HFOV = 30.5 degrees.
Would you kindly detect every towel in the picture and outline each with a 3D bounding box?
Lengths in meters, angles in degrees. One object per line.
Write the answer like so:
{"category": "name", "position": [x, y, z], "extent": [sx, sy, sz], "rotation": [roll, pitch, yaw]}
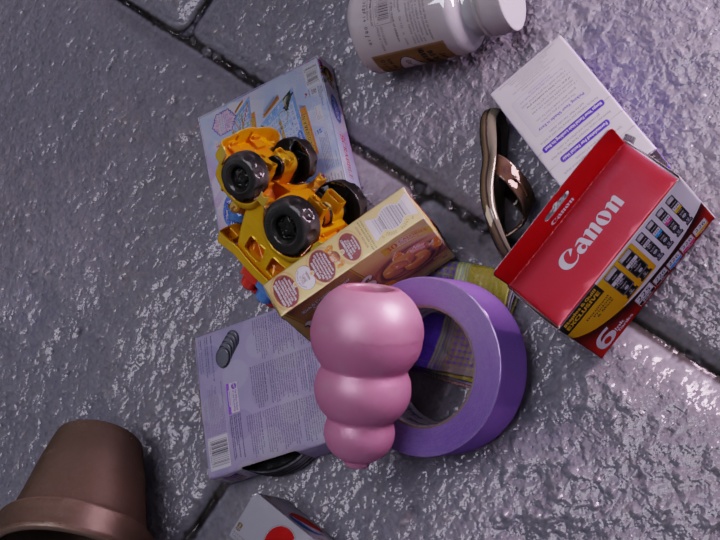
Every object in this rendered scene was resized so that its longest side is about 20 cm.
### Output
{"category": "towel", "position": [0.089, 0.053, 1.557], "extent": [0.200, 0.023, 0.144], "rotation": [14, 82, 34]}

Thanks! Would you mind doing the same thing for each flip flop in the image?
{"category": "flip flop", "position": [0.173, -0.099, 1.535], "extent": [0.058, 0.081, 0.200], "rotation": [-5, 65, 14]}

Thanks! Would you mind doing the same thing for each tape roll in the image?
{"category": "tape roll", "position": [0.085, 0.108, 1.489], "extent": [0.200, 0.066, 0.200], "rotation": [-3, 85, 34]}

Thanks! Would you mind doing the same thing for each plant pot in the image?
{"category": "plant pot", "position": [-0.348, 0.288, 1.657], "extent": [0.200, 0.200, 0.175], "rotation": [-15, 49, 26]}

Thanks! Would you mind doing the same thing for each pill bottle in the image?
{"category": "pill bottle", "position": [0.095, -0.317, 1.625], "extent": [0.200, 0.114, 0.114], "rotation": [-9, 69, 29]}

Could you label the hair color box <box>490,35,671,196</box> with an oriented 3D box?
{"category": "hair color box", "position": [0.250, -0.161, 1.509], "extent": [0.109, 0.065, 0.200], "rotation": [-40, 56, 13]}

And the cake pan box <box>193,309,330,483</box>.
{"category": "cake pan box", "position": [-0.111, 0.151, 1.628], "extent": [0.184, 0.052, 0.200], "rotation": [-23, 63, 25]}

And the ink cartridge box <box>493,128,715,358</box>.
{"category": "ink cartridge box", "position": [0.258, -0.026, 1.389], "extent": [0.084, 0.176, 0.200], "rotation": [42, 97, 34]}

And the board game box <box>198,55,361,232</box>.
{"category": "board game box", "position": [-0.110, -0.153, 1.737], "extent": [0.199, 0.041, 0.200], "rotation": [-23, 63, 23]}

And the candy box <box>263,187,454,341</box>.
{"category": "candy box", "position": [0.000, 0.000, 1.533], "extent": [0.200, 0.115, 0.055], "rotation": [-34, 58, 6]}

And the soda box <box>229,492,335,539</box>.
{"category": "soda box", "position": [-0.055, 0.336, 1.518], "extent": [0.200, 0.068, 0.064], "rotation": [31, 91, 35]}

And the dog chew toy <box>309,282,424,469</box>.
{"category": "dog chew toy", "position": [0.004, 0.117, 1.437], "extent": [0.124, 0.125, 0.200], "rotation": [9, 99, 33]}

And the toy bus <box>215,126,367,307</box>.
{"category": "toy bus", "position": [-0.108, -0.051, 1.628], "extent": [0.200, 0.136, 0.192], "rotation": [44, 125, 15]}
